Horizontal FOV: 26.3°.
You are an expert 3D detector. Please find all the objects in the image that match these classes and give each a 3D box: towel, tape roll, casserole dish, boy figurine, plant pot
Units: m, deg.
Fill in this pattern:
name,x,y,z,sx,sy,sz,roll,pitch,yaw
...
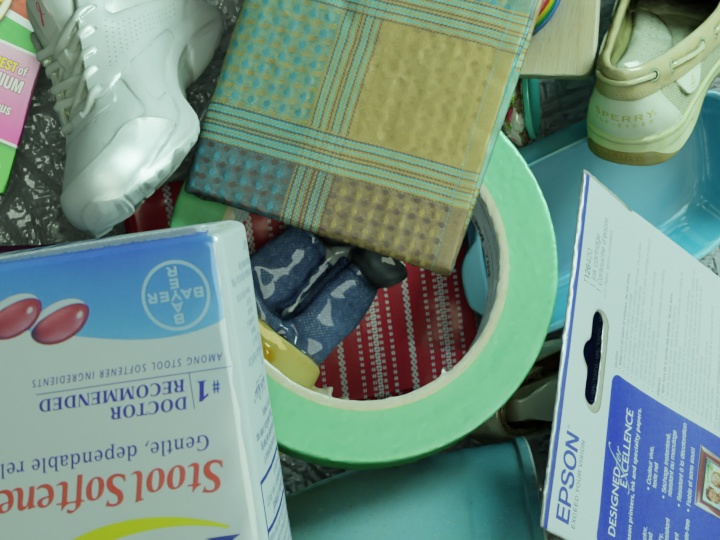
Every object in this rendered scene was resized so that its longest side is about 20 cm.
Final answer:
name,x,y,z,sx,sy,sz,roll,pitch,yaw
towel,-0.033,0.010,0.887,0.198,0.022,0.146,-10,96,-15
tape roll,0.000,0.000,0.792,0.198,0.048,0.203,1,80,-4
towel,0.009,-0.113,0.769,0.145,0.022,0.202,17,86,4
casserole dish,0.140,-0.039,0.902,0.199,0.039,0.122,-25,127,-13
boy figurine,-0.068,0.051,0.835,0.124,0.064,0.200,45,77,-13
plant pot,0.004,0.198,0.829,0.186,0.200,0.202,-4,94,1

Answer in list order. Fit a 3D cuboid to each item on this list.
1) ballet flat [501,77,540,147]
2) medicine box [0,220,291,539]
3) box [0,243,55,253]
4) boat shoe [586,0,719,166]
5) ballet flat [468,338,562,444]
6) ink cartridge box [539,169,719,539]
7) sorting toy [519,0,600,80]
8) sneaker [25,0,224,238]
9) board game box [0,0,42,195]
name,x,y,z,sx,sy,sz,roll,pitch,yaw
ballet flat,0.074,-0.172,0.892,0.063,0.076,0.202,1,88,16
medicine box,-0.131,0.090,0.700,0.180,0.103,0.202,-9,93,2
box,-0.230,0.089,0.800,0.174,0.097,0.202,-1,94,-15
boat shoe,0.174,-0.142,0.866,0.201,0.073,0.064,-56,148,-39
ballet flat,0.149,0.063,0.906,0.198,0.062,0.068,-19,99,-20
ink cartridge box,0.157,0.080,0.827,0.199,0.047,0.199,30,58,-33
sorting toy,0.032,-0.210,0.826,0.197,0.070,0.202,3,90,11
sneaker,-0.133,-0.096,0.774,0.099,0.201,0.078,39,118,-24
board game box,-0.234,-0.157,0.815,0.152,0.040,0.202,16,89,-15
